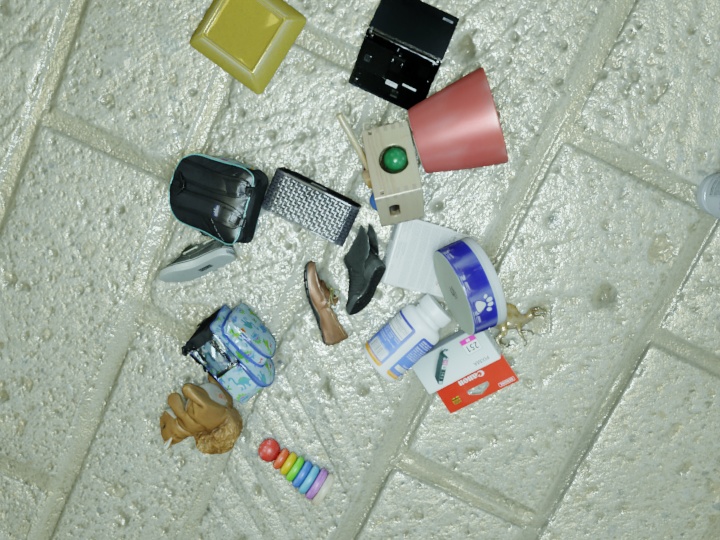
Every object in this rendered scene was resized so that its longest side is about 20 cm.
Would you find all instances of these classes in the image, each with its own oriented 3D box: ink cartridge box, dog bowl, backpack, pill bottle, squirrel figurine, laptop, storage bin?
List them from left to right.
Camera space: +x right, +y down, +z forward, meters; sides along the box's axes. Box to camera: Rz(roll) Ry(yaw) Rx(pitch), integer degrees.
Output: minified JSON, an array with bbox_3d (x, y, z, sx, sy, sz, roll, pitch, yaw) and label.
[{"bbox_3d":[-0.383,0.366,1.437,0.186,0.142,0.200,-41,93,14],"label":"squirrel figurine"},{"bbox_3d":[-0.311,-0.162,1.330,0.197,0.153,0.178,18,101,8],"label":"backpack"},{"bbox_3d":[-0.275,0.186,1.376,0.146,0.183,0.201,-35,102,8],"label":"backpack"},{"bbox_3d":[-0.105,-0.143,1.336,0.198,0.135,0.095,26,100,-3],"label":"storage bin"},{"bbox_3d":[0.094,-0.483,1.337,0.175,0.104,0.201,24,125,-1],"label":"laptop"},{"bbox_3d":[0.110,0.151,1.391,0.200,0.112,0.112,-44,96,8],"label":"pill bottle"},{"bbox_3d":[0.156,-0.029,1.403,0.197,0.050,0.163,13,100,-19],"label":"ink cartridge box"},{"bbox_3d":[0.241,0.236,1.412,0.199,0.044,0.175,-32,96,23],"label":"ink cartridge box"},{"bbox_3d":[0.233,0.034,1.309,0.078,0.200,0.203,-22,98,-6],"label":"dog bowl"},{"bbox_3d":[0.803,-0.156,1.269,0.111,0.200,0.115,0,100,2],"label":"pill bottle"}]

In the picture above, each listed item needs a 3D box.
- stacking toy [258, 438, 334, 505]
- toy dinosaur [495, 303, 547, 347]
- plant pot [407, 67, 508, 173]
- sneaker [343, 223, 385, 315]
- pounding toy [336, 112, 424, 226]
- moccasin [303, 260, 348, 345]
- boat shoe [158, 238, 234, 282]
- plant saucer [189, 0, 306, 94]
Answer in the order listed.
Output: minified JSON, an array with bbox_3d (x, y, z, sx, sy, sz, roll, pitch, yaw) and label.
[{"bbox_3d":[-0.163,0.481,1.482,0.199,0.085,0.086,36,99,3],"label":"stacking toy"},{"bbox_3d":[0.334,0.128,1.418,0.197,0.058,0.103,-3,84,-1],"label":"toy dinosaur"},{"bbox_3d":[0.203,-0.301,1.283,0.175,0.200,0.203,-15,99,14],"label":"plant pot"},{"bbox_3d":[-0.002,0.001,1.395,0.105,0.059,0.201,51,131,28],"label":"sneaker"},{"bbox_3d":[0.046,-0.216,1.270,0.140,0.200,0.187,-12,73,4],"label":"pounding toy"},{"bbox_3d":[-0.079,0.073,1.406,0.077,0.074,0.204,-20,96,-4],"label":"moccasin"},{"bbox_3d":[-0.381,-0.027,1.408,0.197,0.071,0.064,-19,66,13],"label":"boat shoe"},{"bbox_3d":[-0.251,-0.527,1.323,0.199,0.048,0.201,35,99,-3],"label":"plant saucer"}]
